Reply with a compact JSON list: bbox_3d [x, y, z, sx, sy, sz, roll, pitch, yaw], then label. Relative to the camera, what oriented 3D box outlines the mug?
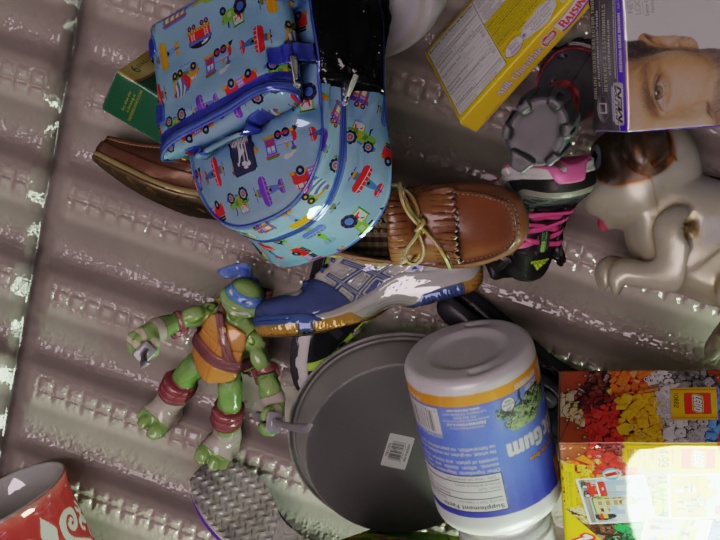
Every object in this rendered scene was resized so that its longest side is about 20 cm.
[{"bbox_3d":[-0.310,0.303,1.667,0.133,0.177,0.200,-29,104,-14],"label":"mug"}]

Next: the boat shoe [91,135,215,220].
[{"bbox_3d":[-0.144,-0.086,1.512,0.200,0.072,0.068,19,78,18],"label":"boat shoe"}]

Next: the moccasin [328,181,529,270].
[{"bbox_3d":[0.037,-0.037,1.334,0.201,0.078,0.074,7,102,30],"label":"moccasin"}]

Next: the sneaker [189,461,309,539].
[{"bbox_3d":[-0.090,0.270,1.602,0.200,0.070,0.100,42,150,18],"label":"sneaker"}]

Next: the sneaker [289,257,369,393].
[{"bbox_3d":[-0.006,0.030,1.499,0.083,0.072,0.200,17,111,9],"label":"sneaker"}]

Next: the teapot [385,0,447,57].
[{"bbox_3d":[-0.003,-0.277,1.367,0.200,0.146,0.197,34,142,-18],"label":"teapot"}]

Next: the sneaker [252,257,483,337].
[{"bbox_3d":[0.000,0.000,1.438,0.200,0.075,0.088,-16,89,-3],"label":"sneaker"}]

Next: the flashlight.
[{"bbox_3d":[0.158,-0.135,1.328,0.068,0.200,0.068,-15,101,19],"label":"flashlight"}]

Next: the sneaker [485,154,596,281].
[{"bbox_3d":[0.142,-0.038,1.365,0.074,0.200,0.088,-6,81,-16],"label":"sneaker"}]

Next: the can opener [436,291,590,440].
[{"bbox_3d":[0.147,0.087,1.477,0.200,0.063,0.079,41,114,0],"label":"can opener"}]

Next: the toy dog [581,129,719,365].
[{"bbox_3d":[0.267,-0.042,1.363,0.200,0.140,0.194,41,103,1],"label":"toy dog"}]

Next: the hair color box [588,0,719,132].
[{"bbox_3d":[0.278,-0.166,1.297,0.200,0.065,0.110,-6,97,-16],"label":"hair color box"}]

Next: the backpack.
[{"bbox_3d":[-0.066,-0.110,1.299,0.182,0.134,0.200,-17,72,40],"label":"backpack"}]

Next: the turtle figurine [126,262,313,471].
[{"bbox_3d":[-0.143,0.109,1.511,0.144,0.200,0.194,4,137,-18],"label":"turtle figurine"}]

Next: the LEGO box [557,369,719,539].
[{"bbox_3d":[0.243,0.172,1.412,0.149,0.077,0.200,-1,139,10],"label":"LEGO box"}]

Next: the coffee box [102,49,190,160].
[{"bbox_3d":[-0.108,-0.125,1.451,0.200,0.123,0.044,31,121,6],"label":"coffee box"}]

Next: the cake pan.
[{"bbox_3d":[0.035,0.152,1.510,0.200,0.037,0.201,-1,114,-3],"label":"cake pan"}]

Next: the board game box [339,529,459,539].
[{"bbox_3d":[0.038,0.262,1.489,0.101,0.200,0.048,5,88,15],"label":"board game box"}]

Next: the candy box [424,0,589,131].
[{"bbox_3d":[0.136,-0.215,1.369,0.026,0.102,0.200,26,119,-33],"label":"candy box"}]

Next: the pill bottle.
[{"bbox_3d":[0.110,0.152,1.432,0.112,0.112,0.200,-6,116,18],"label":"pill bottle"}]
